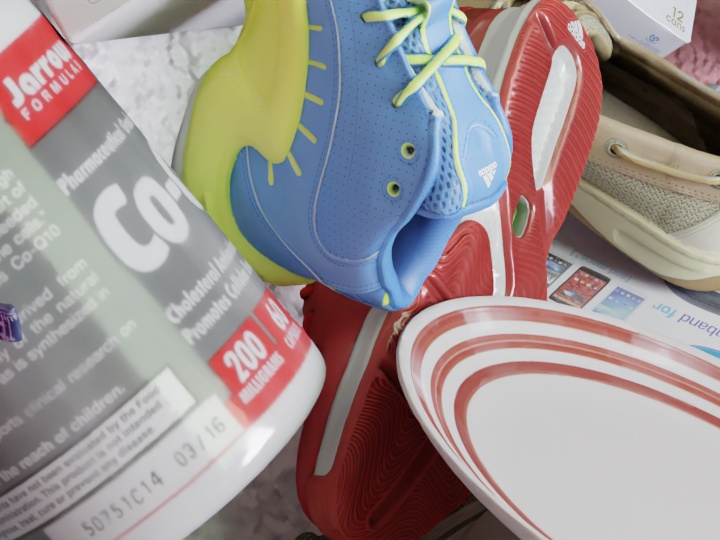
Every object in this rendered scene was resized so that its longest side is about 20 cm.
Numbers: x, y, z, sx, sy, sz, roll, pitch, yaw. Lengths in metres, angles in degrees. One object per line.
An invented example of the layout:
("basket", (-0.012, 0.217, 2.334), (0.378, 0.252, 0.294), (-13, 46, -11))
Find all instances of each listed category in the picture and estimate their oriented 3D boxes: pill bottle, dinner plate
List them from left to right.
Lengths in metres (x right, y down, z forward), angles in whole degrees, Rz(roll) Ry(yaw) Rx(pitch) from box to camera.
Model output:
("pill bottle", (-0.112, -0.010, 0.881), (0.200, 0.114, 0.114), (51, 47, -10))
("dinner plate", (0.098, 0.069, 0.891), (0.199, 0.024, 0.200), (22, 23, -10))

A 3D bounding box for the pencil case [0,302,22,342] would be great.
("pencil case", (-0.157, 0.064, 0.748), (0.200, 0.090, 0.094), (-70, 158, -51))

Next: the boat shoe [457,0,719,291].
("boat shoe", (0.064, -0.072, 1.056), (0.199, 0.065, 0.072), (34, 45, 9))

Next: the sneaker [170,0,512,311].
("sneaker", (0.012, -0.077, 0.887), (0.105, 0.201, 0.076), (30, 34, 24))

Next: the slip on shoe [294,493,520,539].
("slip on shoe", (-0.006, 0.113, 0.955), (0.060, 0.076, 0.200), (34, 46, 31))

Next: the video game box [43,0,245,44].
("video game box", (-0.090, -0.164, 0.958), (0.183, 0.047, 0.200), (59, 14, 1))

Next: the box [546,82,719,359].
("box", (0.128, 0.008, 1.084), (0.119, 0.042, 0.200), (25, 39, 23))

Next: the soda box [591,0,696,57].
("soda box", (0.035, -0.147, 1.106), (0.199, 0.064, 0.068), (33, 50, -25))

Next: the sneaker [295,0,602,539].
("sneaker", (0.000, 0.000, 0.990), (0.078, 0.115, 0.201), (52, 52, -40))
